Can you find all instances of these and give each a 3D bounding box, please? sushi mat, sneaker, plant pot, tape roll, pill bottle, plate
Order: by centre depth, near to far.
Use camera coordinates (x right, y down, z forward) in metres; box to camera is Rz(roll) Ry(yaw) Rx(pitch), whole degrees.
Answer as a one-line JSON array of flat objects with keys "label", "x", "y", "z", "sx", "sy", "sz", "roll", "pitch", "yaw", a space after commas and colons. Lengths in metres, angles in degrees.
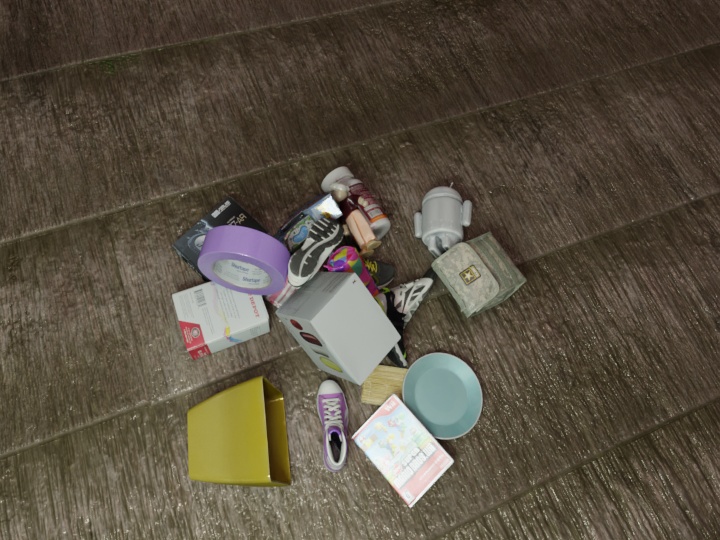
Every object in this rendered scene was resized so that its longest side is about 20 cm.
[{"label": "plant pot", "x": -0.258, "y": 0.356, "z": 1.159, "sx": 0.172, "sy": 0.201, "sz": 0.205, "roll": -10, "pitch": 67, "yaw": 1}, {"label": "tape roll", "x": -0.256, "y": -0.018, "z": 1.221, "sx": 0.195, "sy": 0.201, "sz": 0.067, "roll": 10, "pitch": 64, "yaw": -2}, {"label": "sneaker", "x": -0.056, "y": 0.335, "z": 1.228, "sx": 0.071, "sy": 0.115, "sz": 0.205, "roll": -6, "pitch": 66, "yaw": -8}, {"label": "sneaker", "x": -0.108, "y": -0.042, "z": 1.257, "sx": 0.073, "sy": 0.080, "sz": 0.201, "roll": 37, "pitch": 55, "yaw": 3}, {"label": "plate", "x": 0.193, "y": 0.297, "z": 1.309, "sx": 0.194, "sy": 0.026, "sz": 0.205, "roll": 3, "pitch": 66, "yaw": -6}, {"label": "sneaker", "x": 0.085, "y": 0.137, "z": 1.310, "sx": 0.082, "sy": 0.071, "sz": 0.204, "roll": -30, "pitch": 111, "yaw": -19}, {"label": "sushi mat", "x": 0.099, "y": 0.283, "z": 1.324, "sx": 0.194, "sy": 0.012, "sz": 0.098, "roll": 9, "pitch": 64, "yaw": -3}, {"label": "sneaker", "x": 0.000, "y": 0.000, "z": 1.386, "sx": 0.195, "sy": 0.086, "sz": 0.076, "roll": -4, "pitch": 52, "yaw": -18}, {"label": "sneaker", "x": 0.122, "y": 0.055, "z": 1.395, "sx": 0.088, "sy": 0.074, "sz": 0.201, "roll": 35, "pitch": 66, "yaw": 7}, {"label": "pill bottle", "x": -0.015, "y": -0.169, "z": 1.459, "sx": 0.108, "sy": 0.110, "sz": 0.202, "roll": -29, "pitch": 72, "yaw": -18}]

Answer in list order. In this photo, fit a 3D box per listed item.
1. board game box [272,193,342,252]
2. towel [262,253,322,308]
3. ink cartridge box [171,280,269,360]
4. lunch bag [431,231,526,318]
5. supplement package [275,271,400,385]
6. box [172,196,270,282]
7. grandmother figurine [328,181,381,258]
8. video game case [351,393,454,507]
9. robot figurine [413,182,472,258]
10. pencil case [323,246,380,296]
[{"label": "board game box", "x": -0.133, "y": -0.123, "z": 1.374, "sx": 0.199, "sy": 0.199, "sz": 0.062, "roll": -40, "pitch": 103, "yaw": -21}, {"label": "towel", "x": -0.127, "y": 0.059, "z": 1.388, "sx": 0.197, "sy": 0.030, "sz": 0.148, "roll": 31, "pitch": 66, "yaw": 7}, {"label": "ink cartridge box", "x": -0.328, "y": 0.103, "z": 1.314, "sx": 0.196, "sy": 0.083, "sz": 0.148, "roll": -19, "pitch": 68, "yaw": -14}, {"label": "lunch bag", "x": 0.291, "y": 0.013, "z": 1.387, "sx": 0.197, "sy": 0.118, "sz": 0.166, "roll": -21, "pitch": 68, "yaw": -36}, {"label": "supplement package", "x": -0.053, "y": 0.123, "z": 1.236, "sx": 0.147, "sy": 0.199, "sz": 0.193, "roll": -45, "pitch": 111, "yaw": -22}, {"label": "box", "x": -0.351, "y": -0.070, "z": 1.411, "sx": 0.160, "sy": 0.044, "sz": 0.200, "roll": 41, "pitch": 68, "yaw": 11}, {"label": "grandmother figurine", "x": -0.020, "y": -0.137, "z": 1.362, "sx": 0.060, "sy": 0.121, "sz": 0.203, "roll": -7, "pitch": 60, "yaw": -51}, {"label": "video game case", "x": 0.094, "y": 0.404, "z": 1.246, "sx": 0.143, "sy": 0.017, "sz": 0.200, "roll": -43, "pitch": 76, "yaw": -3}, {"label": "robot figurine", "x": 0.219, "y": -0.138, "z": 1.470, "sx": 0.166, "sy": 0.113, "sz": 0.205, "roll": -10, "pitch": 62, "yaw": 26}, {"label": "pencil case", "x": -0.011, "y": 0.034, "z": 1.319, "sx": 0.087, "sy": 0.202, "sz": 0.089, "roll": -22, "pitch": 34, "yaw": 16}]
